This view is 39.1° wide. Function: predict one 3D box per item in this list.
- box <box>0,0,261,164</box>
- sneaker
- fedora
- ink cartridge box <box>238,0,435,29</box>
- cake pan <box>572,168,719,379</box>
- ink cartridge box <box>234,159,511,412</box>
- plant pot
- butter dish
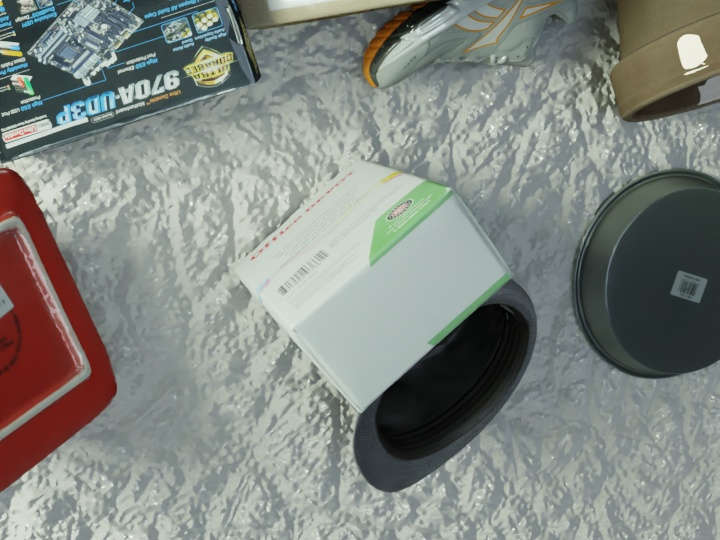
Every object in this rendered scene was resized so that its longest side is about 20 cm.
[{"bbox_3d":[-0.189,-0.182,0.721,0.199,0.046,0.160,-17,106,4],"label":"box"},{"bbox_3d":[0.097,-0.191,0.821,0.200,0.076,0.092,-34,113,-7],"label":"sneaker"},{"bbox_3d":[0.049,0.073,0.831,0.200,0.090,0.177,-44,138,-8],"label":"fedora"},{"bbox_3d":[0.002,-0.268,0.719,0.199,0.075,0.166,-3,106,25],"label":"ink cartridge box"},{"bbox_3d":[0.293,0.008,0.936,0.199,0.037,0.201,-3,102,-16],"label":"cake pan"},{"bbox_3d":[0.000,0.000,0.761,0.145,0.200,0.088,-42,112,-6],"label":"ink cartridge box"},{"bbox_3d":[0.285,-0.234,0.822,0.199,0.200,0.175,-14,86,-14],"label":"plant pot"},{"bbox_3d":[-0.305,0.054,0.716,0.200,0.147,0.200,-41,117,-51],"label":"butter dish"}]
